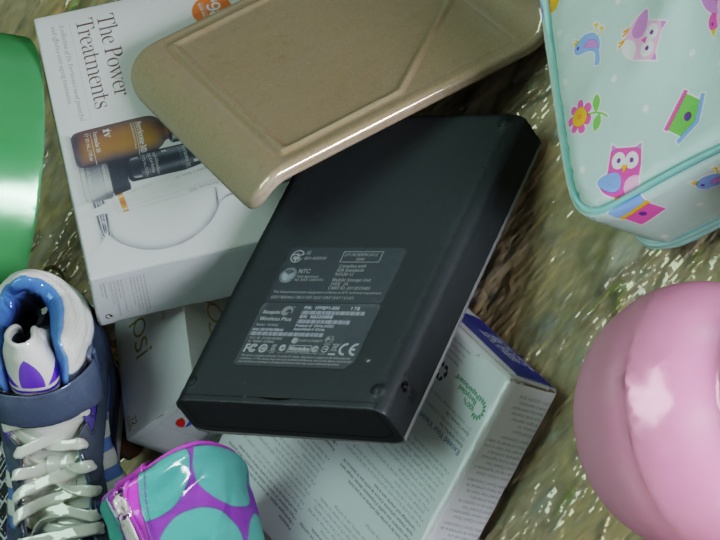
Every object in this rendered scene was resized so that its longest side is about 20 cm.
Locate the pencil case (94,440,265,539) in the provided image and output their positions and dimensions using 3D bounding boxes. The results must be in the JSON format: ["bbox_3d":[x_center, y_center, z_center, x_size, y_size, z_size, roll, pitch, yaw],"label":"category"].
[{"bbox_3d":[-0.082,0.196,1.479,0.085,0.092,0.201,-34,60,37],"label":"pencil case"}]

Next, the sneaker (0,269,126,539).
[{"bbox_3d":[-0.177,0.098,1.576,0.080,0.147,0.201,-9,59,10],"label":"sneaker"}]

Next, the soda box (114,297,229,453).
[{"bbox_3d":[-0.103,0.012,1.668,0.064,0.068,0.200,-36,48,33],"label":"soda box"}]

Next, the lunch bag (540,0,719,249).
[{"bbox_3d":[0.163,-0.120,1.400,0.160,0.077,0.201,-32,50,40],"label":"lunch bag"}]

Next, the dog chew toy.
[{"bbox_3d":[0.194,0.057,1.250,0.200,0.124,0.125,-14,62,37],"label":"dog chew toy"}]

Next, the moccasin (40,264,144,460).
[{"bbox_3d":[-0.184,0.046,1.749,0.078,0.074,0.201,-58,35,-2],"label":"moccasin"}]

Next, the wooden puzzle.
[{"bbox_3d":[-0.012,-0.119,1.583,0.200,0.037,0.185,-32,36,-11],"label":"wooden puzzle"}]

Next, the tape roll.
[{"bbox_3d":[-0.238,-0.045,1.709,0.200,0.048,0.201,-173,90,-71],"label":"tape roll"}]

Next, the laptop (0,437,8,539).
[{"bbox_3d":[-0.297,0.180,1.786,0.188,0.116,0.200,-61,38,10],"label":"laptop"}]

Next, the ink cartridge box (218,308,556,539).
[{"bbox_3d":[0.001,0.100,1.523,0.196,0.043,0.200,45,112,50],"label":"ink cartridge box"}]

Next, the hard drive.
[{"bbox_3d":[0.000,0.000,1.500,0.139,0.033,0.200,1,52,37],"label":"hard drive"}]

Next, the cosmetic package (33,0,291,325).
[{"bbox_3d":[-0.099,-0.076,1.643,0.052,0.150,0.200,87,169,-54],"label":"cosmetic package"}]
